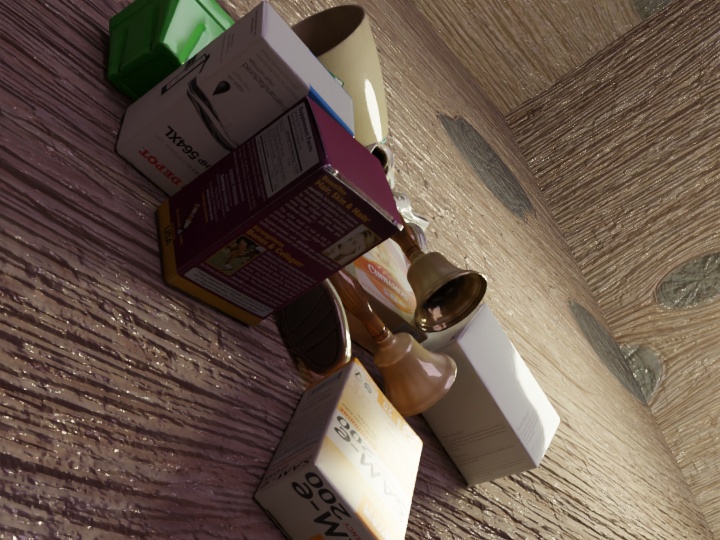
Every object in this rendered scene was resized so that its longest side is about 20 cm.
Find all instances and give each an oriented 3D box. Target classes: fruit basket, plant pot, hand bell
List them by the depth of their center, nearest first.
[{"bbox_3d":[-0.185,-0.248,0.965,0.215,0.155,0.216,31,49,-45],"label":"fruit basket"},{"bbox_3d":[0.021,0.068,0.979,0.200,0.104,0.104,54,20,-24],"label":"hand bell"},{"bbox_3d":[0.068,-0.027,1.080,0.104,0.104,0.200,29,23,-53],"label":"hand bell"},{"bbox_3d":[-0.035,-0.292,1.337,0.188,0.187,0.200,-94,158,-53],"label":"plant pot"}]

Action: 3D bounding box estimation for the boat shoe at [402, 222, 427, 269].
[{"bbox_3d":[0.065,0.025,1.225,0.072,0.076,0.201,2,67,-35],"label":"boat shoe"}]

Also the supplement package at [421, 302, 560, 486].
[{"bbox_3d":[0.159,0.168,1.118,0.200,0.117,0.117,57,38,-7],"label":"supplement package"}]

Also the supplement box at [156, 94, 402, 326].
[{"bbox_3d":[-0.082,-0.052,0.807,0.131,0.200,0.103,36,29,-47],"label":"supplement box"}]

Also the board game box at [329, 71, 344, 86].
[{"bbox_3d":[-0.125,-0.283,1.122,0.200,0.024,0.105,21,-5,39],"label":"board game box"}]

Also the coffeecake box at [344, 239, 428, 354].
[{"bbox_3d":[0.000,0.000,1.104,0.153,0.073,0.200,37,27,-41],"label":"coffeecake box"}]

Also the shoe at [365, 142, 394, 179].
[{"bbox_3d":[0.020,-0.150,1.243,0.070,0.053,0.200,59,29,-12],"label":"shoe"}]

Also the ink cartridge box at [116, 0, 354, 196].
[{"bbox_3d":[-0.127,-0.151,0.852,0.146,0.200,0.084,42,27,-34],"label":"ink cartridge box"}]

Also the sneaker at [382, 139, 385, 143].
[{"bbox_3d":[0.018,-0.250,1.520,0.091,0.077,0.200,47,24,-36],"label":"sneaker"}]

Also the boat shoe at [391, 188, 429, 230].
[{"bbox_3d":[0.052,-0.100,1.351,0.072,0.066,0.200,40,3,42],"label":"boat shoe"}]

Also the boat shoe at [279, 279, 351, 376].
[{"bbox_3d":[-0.058,0.031,0.943,0.200,0.071,0.076,67,7,21],"label":"boat shoe"}]

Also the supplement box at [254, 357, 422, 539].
[{"bbox_3d":[-0.012,0.189,0.796,0.126,0.073,0.200,52,21,-12],"label":"supplement box"}]

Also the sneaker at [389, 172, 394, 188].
[{"bbox_3d":[-0.011,-0.161,1.331,0.200,0.078,0.077,26,49,-49],"label":"sneaker"}]
